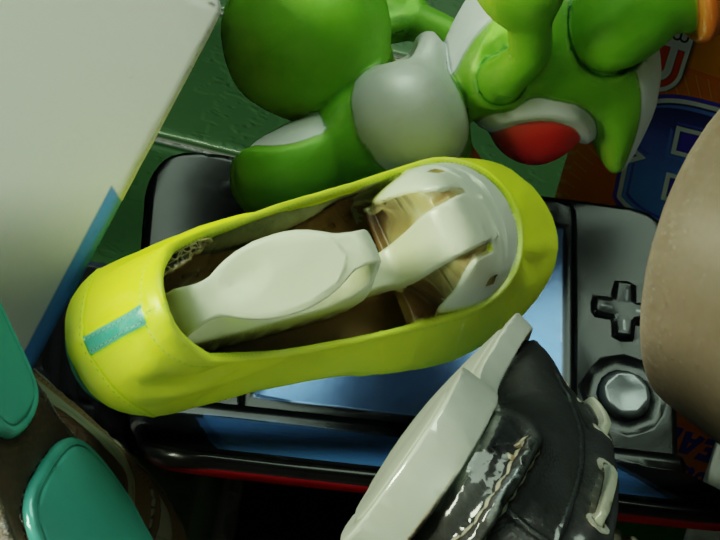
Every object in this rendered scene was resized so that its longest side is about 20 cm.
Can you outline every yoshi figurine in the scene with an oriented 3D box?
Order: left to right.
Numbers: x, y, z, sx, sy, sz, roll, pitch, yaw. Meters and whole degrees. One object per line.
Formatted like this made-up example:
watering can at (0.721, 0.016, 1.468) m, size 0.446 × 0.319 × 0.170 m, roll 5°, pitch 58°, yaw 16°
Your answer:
yoshi figurine at (0.035, -0.091, 0.920) m, size 0.200 × 0.112 × 0.112 m, roll -26°, pitch 55°, yaw -11°

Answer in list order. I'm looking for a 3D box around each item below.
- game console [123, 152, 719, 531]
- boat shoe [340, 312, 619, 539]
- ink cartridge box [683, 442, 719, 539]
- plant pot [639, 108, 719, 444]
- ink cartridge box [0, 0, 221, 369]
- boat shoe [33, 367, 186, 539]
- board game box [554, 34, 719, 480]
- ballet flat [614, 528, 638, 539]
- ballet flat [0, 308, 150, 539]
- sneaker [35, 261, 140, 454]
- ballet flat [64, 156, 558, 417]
game console at (0.025, 0.021, 0.895) m, size 0.200 × 0.119 × 0.172 m, roll 7°, pitch 61°, yaw -8°
boat shoe at (0.041, 0.058, 0.723) m, size 0.060 × 0.074 × 0.200 m, roll 37°, pitch 3°, yaw 2°
ink cartridge box at (0.227, 0.081, 0.948) m, size 0.200 × 0.146 × 0.083 m, roll 19°, pitch 25°, yaw 10°
plant pot at (0.188, 0.018, 0.814) m, size 0.175 × 0.200 × 0.200 m, roll 19°, pitch 22°, yaw 29°
ink cartridge box at (-0.125, -0.068, 0.886) m, size 0.084 × 0.145 × 0.200 m, roll 25°, pitch 12°, yaw -17°
boat shoe at (-0.137, 0.052, 0.908) m, size 0.200 × 0.072 × 0.076 m, roll 38°, pitch 6°, yaw 36°
board game box at (0.196, -0.019, 1.089) m, size 0.200 × 0.200 × 0.200 m, roll 20°, pitch 23°, yaw 12°
ballet flat at (0.068, 0.121, 0.855) m, size 0.068 × 0.067 × 0.200 m, roll 16°, pitch 22°, yaw 0°
ballet flat at (-0.117, 0.062, 0.783) m, size 0.067 × 0.200 × 0.068 m, roll -22°, pitch 11°, yaw 24°
sneaker at (-0.066, 0.037, 0.993) m, size 0.200 × 0.070 × 0.082 m, roll 14°, pitch 4°, yaw -6°
ballet flat at (0.000, 0.000, 0.830) m, size 0.200 × 0.067 × 0.067 m, roll -16°, pitch 77°, yaw -35°
